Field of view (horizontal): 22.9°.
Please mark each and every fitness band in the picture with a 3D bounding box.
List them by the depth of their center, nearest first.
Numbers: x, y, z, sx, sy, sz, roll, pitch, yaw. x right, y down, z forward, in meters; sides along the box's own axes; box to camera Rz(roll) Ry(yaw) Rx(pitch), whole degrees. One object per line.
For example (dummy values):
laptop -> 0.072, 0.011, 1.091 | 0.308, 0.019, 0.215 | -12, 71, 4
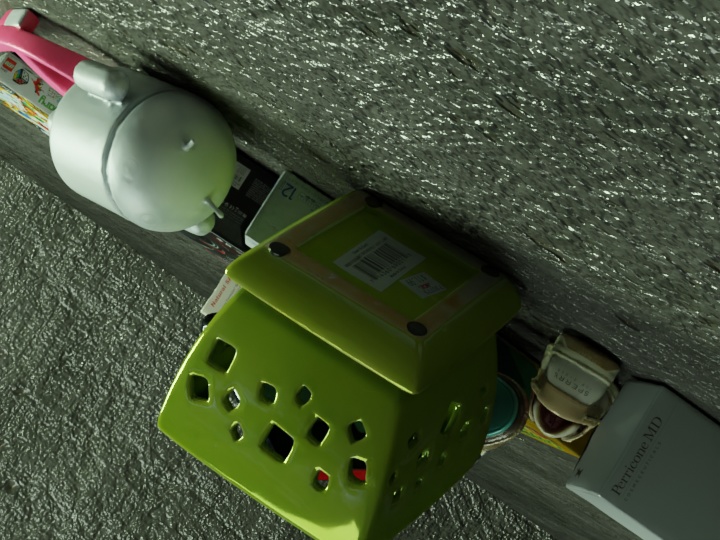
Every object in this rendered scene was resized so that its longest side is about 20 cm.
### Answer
fitness band -> -0.264, -0.180, 1.604 | 0.143, 0.038, 0.200 | 36, 174, -22

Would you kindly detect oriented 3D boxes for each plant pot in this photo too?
plant pot -> -0.006, 0.063, 1.328 | 0.198, 0.183, 0.200 | 31, -147, 19

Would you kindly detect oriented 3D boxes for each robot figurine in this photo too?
robot figurine -> -0.176, -0.099, 1.438 | 0.199, 0.113, 0.170 | 26, 156, 48

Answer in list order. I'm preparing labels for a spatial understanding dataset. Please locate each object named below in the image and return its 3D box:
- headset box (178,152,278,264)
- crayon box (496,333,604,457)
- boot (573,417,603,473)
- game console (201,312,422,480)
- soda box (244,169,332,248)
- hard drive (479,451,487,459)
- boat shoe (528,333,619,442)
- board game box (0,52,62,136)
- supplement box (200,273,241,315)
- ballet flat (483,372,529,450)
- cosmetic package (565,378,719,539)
headset box -> -0.130, -0.061, 1.644 | 0.148, 0.075, 0.200 | 33, 173, -4
crayon box -> 0.148, 0.113, 1.691 | 0.199, 0.051, 0.127 | 36, 172, -22
boot -> 0.268, 0.186, 1.554 | 0.150, 0.074, 0.200 | 26, 177, 14
game console -> -0.024, 0.101, 1.456 | 0.176, 0.031, 0.200 | 8, -149, -31
soda box -> 0.000, 0.000, 1.511 | 0.199, 0.069, 0.063 | 33, 173, 0
hard drive -> 0.051, 0.088, 1.608 | 0.200, 0.038, 0.140 | 49, 149, 9
boat shoe -> 0.167, 0.103, 1.453 | 0.073, 0.069, 0.200 | 31, 173, 13
board game box -> -0.358, -0.188, 1.972 | 0.126, 0.035, 0.200 | 35, 173, -16
supplement box -> -0.041, 0.044, 1.759 | 0.199, 0.127, 0.074 | 33, 175, 8
ballet flat -> 0.086, 0.120, 1.513 | 0.065, 0.071, 0.199 | 38, 163, -34
cosmetic package -> 0.273, 0.182, 1.389 | 0.199, 0.102, 0.071 | 34, 172, -13
